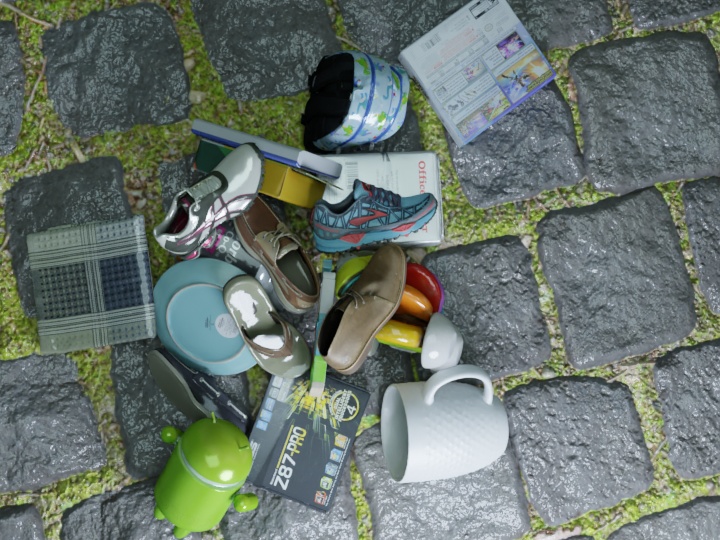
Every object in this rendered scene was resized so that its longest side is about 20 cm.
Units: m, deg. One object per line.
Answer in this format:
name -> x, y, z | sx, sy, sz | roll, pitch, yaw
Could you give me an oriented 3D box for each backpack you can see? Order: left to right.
backpack -> -0.009, -0.264, 1.688 | 0.151, 0.200, 0.167 | 13, 84, -6

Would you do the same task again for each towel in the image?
towel -> -0.413, 0.022, 1.690 | 0.196, 0.035, 0.197 | -8, 89, 9

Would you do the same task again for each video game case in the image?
video game case -> 0.190, -0.333, 1.793 | 0.199, 0.045, 0.183 | -35, 89, -7

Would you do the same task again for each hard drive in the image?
hard drive -> -0.141, -0.183, 1.658 | 0.197, 0.131, 0.026 | 20, 94, 27

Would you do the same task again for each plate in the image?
plate -> -0.230, 0.077, 1.671 | 0.196, 0.026, 0.204 | 5, 116, 10

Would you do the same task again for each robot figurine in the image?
robot figurine -> -0.234, 0.305, 1.633 | 0.175, 0.115, 0.202 | 39, 119, 14

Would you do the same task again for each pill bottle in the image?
pill bottle -> -0.184, -0.027, 1.692 | 0.198, 0.116, 0.118 | 29, 83, -3

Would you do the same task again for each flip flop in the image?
flip flop -> -0.137, 0.091, 1.631 | 0.080, 0.058, 0.202 | -33, 123, -6

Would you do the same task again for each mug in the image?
mug -> 0.137, 0.224, 1.678 | 0.172, 0.149, 0.203 | -2, 128, -16

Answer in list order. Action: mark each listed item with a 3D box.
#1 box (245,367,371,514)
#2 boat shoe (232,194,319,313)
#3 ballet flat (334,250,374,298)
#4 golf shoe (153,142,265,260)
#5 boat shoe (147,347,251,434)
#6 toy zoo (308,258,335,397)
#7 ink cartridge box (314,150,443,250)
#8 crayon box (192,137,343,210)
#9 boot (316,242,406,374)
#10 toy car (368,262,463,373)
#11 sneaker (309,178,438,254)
box -> -0.089, 0.256, 1.717 | 0.159, 0.049, 0.203 | 21, 83, -1
boat shoe -> -0.117, -0.034, 1.612 | 0.075, 0.072, 0.202 | -35, 92, -29
ballet flat -> 0.000, 0.000, 1.687 | 0.067, 0.199, 0.067 | 45, 115, 17
golf shoe -> -0.213, -0.101, 1.569 | 0.077, 0.088, 0.201 | 42, 98, 24
boat shoe -> -0.249, 0.190, 1.705 | 0.200, 0.073, 0.063 | 47, 53, 0
toy zoo -> -0.057, 0.083, 1.655 | 0.020, 0.131, 0.204 | 6, 78, -3
ink cartridge box -> 0.027, -0.109, 1.739 | 0.196, 0.085, 0.149 | -3, 86, -5
crayon box -> -0.139, -0.140, 1.657 | 0.197, 0.126, 0.052 | 19, 91, 28
boot -> 0.003, 0.046, 1.565 | 0.073, 0.075, 0.203 | 20, 80, 38
toy car -> 0.073, 0.066, 1.675 | 0.172, 0.200, 0.153 | 13, 83, 15
sneaker -> 0.020, -0.092, 1.642 | 0.196, 0.079, 0.097 | -17, 110, -7
